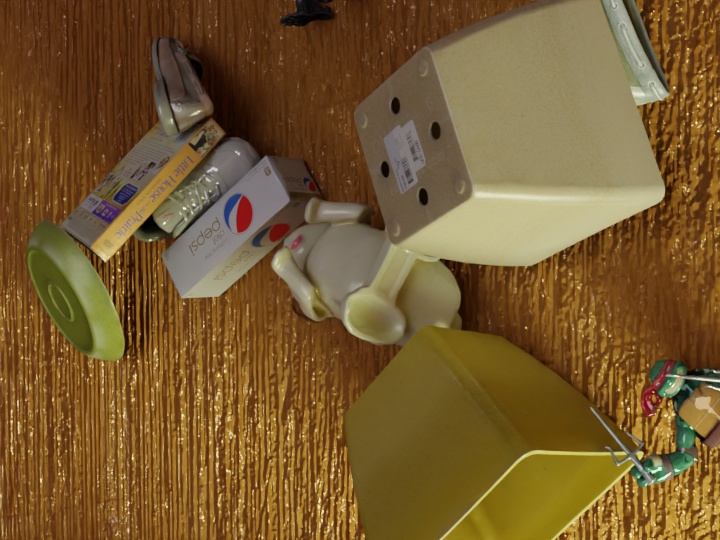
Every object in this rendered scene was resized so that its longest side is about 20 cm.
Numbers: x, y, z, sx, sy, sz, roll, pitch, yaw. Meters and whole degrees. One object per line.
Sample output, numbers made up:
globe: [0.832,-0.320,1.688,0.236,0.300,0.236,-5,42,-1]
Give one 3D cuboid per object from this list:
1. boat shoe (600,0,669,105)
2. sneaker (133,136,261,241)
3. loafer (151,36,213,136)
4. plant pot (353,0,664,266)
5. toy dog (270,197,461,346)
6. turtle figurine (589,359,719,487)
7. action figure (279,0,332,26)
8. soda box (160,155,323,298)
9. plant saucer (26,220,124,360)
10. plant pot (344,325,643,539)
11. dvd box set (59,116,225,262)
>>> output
boat shoe: [0.233,-0.248,0.979,0.065,0.074,0.203,-9,90,29]
sneaker: [-0.194,-0.081,1.254,0.200,0.099,0.078,-32,100,36]
loafer: [-0.205,-0.219,1.258,0.063,0.072,0.200,-15,36,-1]
plant pot: [0.113,-0.114,0.959,0.200,0.176,0.201,-31,72,55]
toy dog: [0.000,0.000,1.103,0.200,0.194,0.140,13,81,50]
turtle figurine: [0.308,0.129,0.913,0.200,0.101,0.150,34,125,14]
action figure: [-0.077,-0.377,1.176,0.119,0.102,0.201,-27,77,44]
soda box: [-0.137,-0.047,1.240,0.200,0.068,0.064,-40,69,29]
plant saucer: [-0.368,0.033,1.364,0.200,0.031,0.201,36,142,34]
plant pot: [0.102,0.165,1.012,0.200,0.200,0.177,-51,53,24]
dvd box set: [-0.256,-0.104,1.253,0.200,0.029,0.146,-49,30,-11]
